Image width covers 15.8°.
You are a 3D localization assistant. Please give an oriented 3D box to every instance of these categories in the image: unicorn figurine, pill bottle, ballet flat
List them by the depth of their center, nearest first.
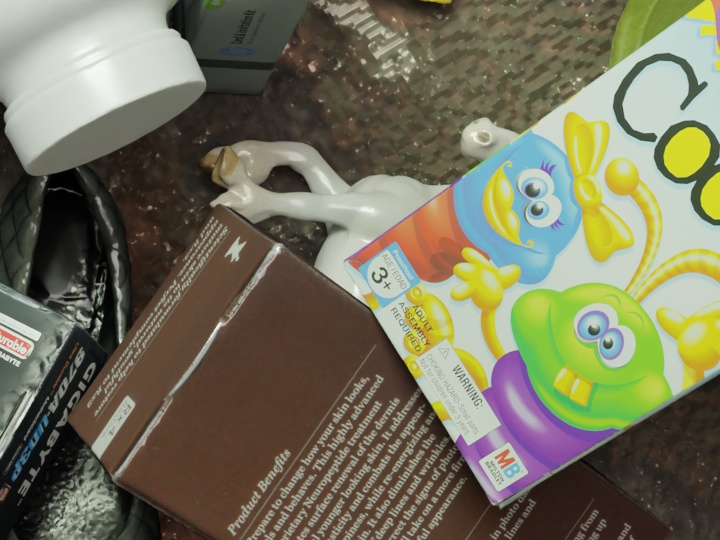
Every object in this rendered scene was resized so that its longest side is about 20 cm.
[{"bbox_3d":[-0.127,-0.137,0.895,0.110,0.111,0.201,-25,85,-11],"label":"pill bottle"},{"bbox_3d":[-0.112,0.054,0.968,0.066,0.057,0.201,-6,74,-6],"label":"ballet flat"},{"bbox_3d":[0.000,0.000,1.004,0.137,0.074,0.201,19,93,-15],"label":"unicorn figurine"}]

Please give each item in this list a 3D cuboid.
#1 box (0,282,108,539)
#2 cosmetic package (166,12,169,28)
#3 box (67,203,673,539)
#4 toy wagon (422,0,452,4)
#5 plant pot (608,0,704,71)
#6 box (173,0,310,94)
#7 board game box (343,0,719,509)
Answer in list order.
[{"bbox_3d":[-0.217,0.050,0.941,0.199,0.046,0.159,26,79,15],"label":"box"},{"bbox_3d":[-0.124,-0.177,1.000,0.107,0.085,0.201,0,82,-5],"label":"cosmetic package"},{"bbox_3d":[0.004,0.075,0.944,0.200,0.075,0.100,36,89,-27],"label":"box"},{"bbox_3d":[0.047,-0.206,1.028,0.154,0.040,0.201,16,106,-16],"label":"toy wagon"},{"bbox_3d":[0.224,-0.079,0.944,0.199,0.190,0.201,16,56,-26],"label":"plant pot"},{"bbox_3d":[-0.042,-0.161,0.949,0.041,0.200,0.157,1,82,-10],"label":"box"},{"bbox_3d":[0.112,-0.021,0.872,0.103,0.200,0.105,57,34,4],"label":"board game box"}]
